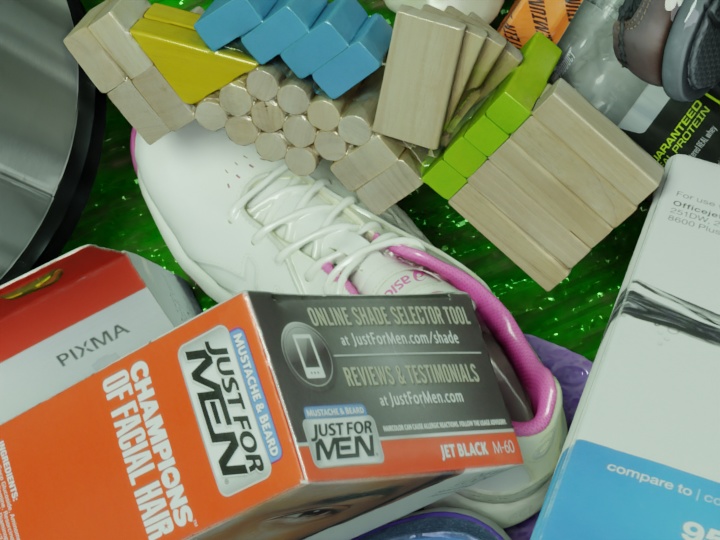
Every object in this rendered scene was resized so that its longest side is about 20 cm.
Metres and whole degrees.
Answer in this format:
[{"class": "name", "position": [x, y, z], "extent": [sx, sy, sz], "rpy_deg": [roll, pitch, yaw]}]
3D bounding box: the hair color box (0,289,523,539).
[{"class": "hair color box", "position": [-0.062, 0.071, 0.764], "extent": [0.200, 0.111, 0.064], "rpy_deg": [-29, 72, 35]}]

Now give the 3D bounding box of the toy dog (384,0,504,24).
[{"class": "toy dog", "position": [0.005, -0.183, 0.779], "extent": [0.140, 0.200, 0.194], "rpy_deg": [24, 80, 6]}]

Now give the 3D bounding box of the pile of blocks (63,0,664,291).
[{"class": "pile of blocks", "position": [0.006, -0.067, 0.799], "extent": [0.200, 0.062, 0.082], "rpy_deg": [20, 125, 6]}]

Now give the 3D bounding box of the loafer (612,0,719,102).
[{"class": "loafer", "position": [0.122, -0.139, 0.759], "extent": [0.063, 0.072, 0.200], "rpy_deg": [24, 66, 20]}]

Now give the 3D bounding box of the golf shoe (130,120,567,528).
[{"class": "golf shoe", "position": [0.000, 0.000, 0.828], "extent": [0.200, 0.092, 0.075], "rpy_deg": [43, 73, 9]}]

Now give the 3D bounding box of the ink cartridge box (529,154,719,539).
[{"class": "ink cartridge box", "position": [0.101, 0.081, 0.754], "extent": [0.084, 0.200, 0.145], "rpy_deg": [17, 130, 8]}]

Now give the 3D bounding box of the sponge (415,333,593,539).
[{"class": "sponge", "position": [0.002, 0.104, 0.858], "extent": [0.112, 0.030, 0.200], "rpy_deg": [20, 71, -2]}]

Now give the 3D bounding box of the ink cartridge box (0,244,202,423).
[{"class": "ink cartridge box", "position": [-0.132, 0.050, 0.803], "extent": [0.160, 0.200, 0.047], "rpy_deg": [-27, 85, 2]}]

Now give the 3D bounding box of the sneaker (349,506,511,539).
[{"class": "sneaker", "position": [-0.019, 0.151, 0.743], "extent": [0.200, 0.146, 0.081], "rpy_deg": [-40, 88, -7]}]

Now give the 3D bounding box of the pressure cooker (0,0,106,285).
[{"class": "pressure cooker", "position": [-0.185, -0.058, 0.806], "extent": [0.176, 0.200, 0.179], "rpy_deg": [-16, 72, 21]}]

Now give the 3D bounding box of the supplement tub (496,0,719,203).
[{"class": "supplement tub", "position": [0.152, -0.062, 0.835], "extent": [0.200, 0.123, 0.123], "rpy_deg": [33, 93, -2]}]
